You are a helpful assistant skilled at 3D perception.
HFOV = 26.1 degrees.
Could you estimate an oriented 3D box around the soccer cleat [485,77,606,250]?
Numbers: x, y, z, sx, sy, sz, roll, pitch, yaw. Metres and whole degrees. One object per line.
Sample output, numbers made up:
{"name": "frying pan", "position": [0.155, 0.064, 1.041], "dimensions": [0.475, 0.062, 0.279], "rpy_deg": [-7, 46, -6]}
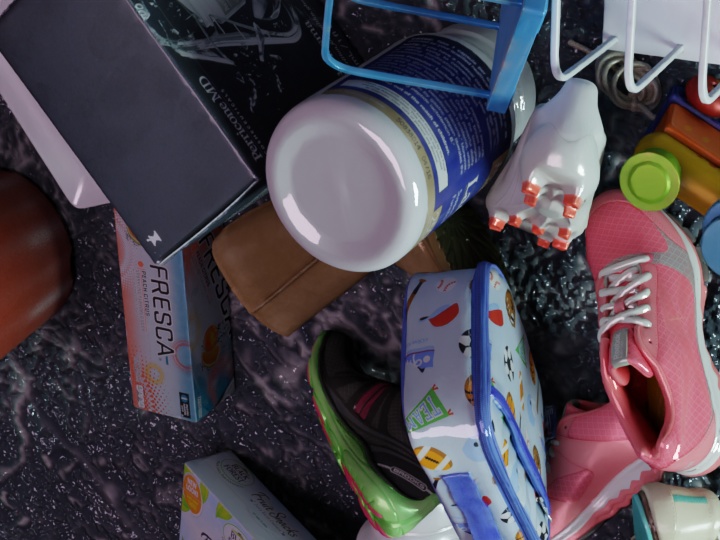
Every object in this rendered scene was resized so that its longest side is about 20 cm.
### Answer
{"name": "soccer cleat", "position": [0.126, -0.065, 1.010], "dimensions": [0.068, 0.200, 0.078], "rpy_deg": [19, 81, 1]}

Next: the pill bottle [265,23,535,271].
{"name": "pill bottle", "position": [0.034, -0.090, 1.027], "dimensions": [0.115, 0.200, 0.117], "rpy_deg": [16, 123, 26]}

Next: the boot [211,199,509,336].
{"name": "boot", "position": [0.000, 0.000, 1.181], "dimensions": [0.199, 0.066, 0.176], "rpy_deg": [-34, 89, 39]}

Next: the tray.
{"name": "tray", "position": [-0.230, -0.139, 1.177], "dimensions": [0.106, 0.022, 0.201], "rpy_deg": [-8, 122, 39]}

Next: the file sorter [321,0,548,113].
{"name": "file sorter", "position": [0.053, -0.222, 0.918], "dimensions": [0.121, 0.203, 0.139], "rpy_deg": [11, 163, -1]}

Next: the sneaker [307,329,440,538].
{"name": "sneaker", "position": [0.017, 0.118, 1.182], "dimensions": [0.201, 0.083, 0.077], "rpy_deg": [-120, 10, -45]}

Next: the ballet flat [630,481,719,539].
{"name": "ballet flat", "position": [0.225, 0.207, 1.114], "dimensions": [0.069, 0.070, 0.201], "rpy_deg": [26, 155, 18]}

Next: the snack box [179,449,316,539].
{"name": "snack box", "position": [-0.084, 0.265, 1.303], "dimensions": [0.200, 0.052, 0.144], "rpy_deg": [37, 129, 44]}

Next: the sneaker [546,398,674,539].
{"name": "sneaker", "position": [0.169, 0.141, 1.146], "dimensions": [0.200, 0.073, 0.087], "rpy_deg": [-44, 77, 30]}

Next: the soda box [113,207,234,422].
{"name": "soda box", "position": [-0.151, 0.018, 1.273], "dimensions": [0.068, 0.064, 0.203], "rpy_deg": [11, 117, 26]}

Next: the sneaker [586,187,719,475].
{"name": "sneaker", "position": [0.190, 0.037, 1.031], "dimensions": [0.073, 0.086, 0.203], "rpy_deg": [-24, 75, 34]}

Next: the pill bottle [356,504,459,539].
{"name": "pill bottle", "position": [0.054, 0.254, 1.227], "dimensions": [0.112, 0.113, 0.203], "rpy_deg": [6, 113, 28]}

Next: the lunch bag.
{"name": "lunch bag", "position": [0.084, 0.104, 1.063], "dimensions": [0.075, 0.162, 0.201], "rpy_deg": [-11, 141, 15]}

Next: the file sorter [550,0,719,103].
{"name": "file sorter", "position": [0.225, -0.175, 0.925], "dimensions": [0.198, 0.124, 0.141], "rpy_deg": [11, 118, 25]}

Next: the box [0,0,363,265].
{"name": "box", "position": [-0.116, -0.143, 1.096], "dimensions": [0.124, 0.196, 0.201], "rpy_deg": [-36, 92, 37]}

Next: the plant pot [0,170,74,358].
{"name": "plant pot", "position": [-0.357, 0.013, 1.311], "dimensions": [0.199, 0.195, 0.203], "rpy_deg": [12, 117, 25]}

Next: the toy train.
{"name": "toy train", "position": [0.193, -0.075, 0.993], "dimensions": [0.199, 0.116, 0.085], "rpy_deg": [36, 124, 12]}
